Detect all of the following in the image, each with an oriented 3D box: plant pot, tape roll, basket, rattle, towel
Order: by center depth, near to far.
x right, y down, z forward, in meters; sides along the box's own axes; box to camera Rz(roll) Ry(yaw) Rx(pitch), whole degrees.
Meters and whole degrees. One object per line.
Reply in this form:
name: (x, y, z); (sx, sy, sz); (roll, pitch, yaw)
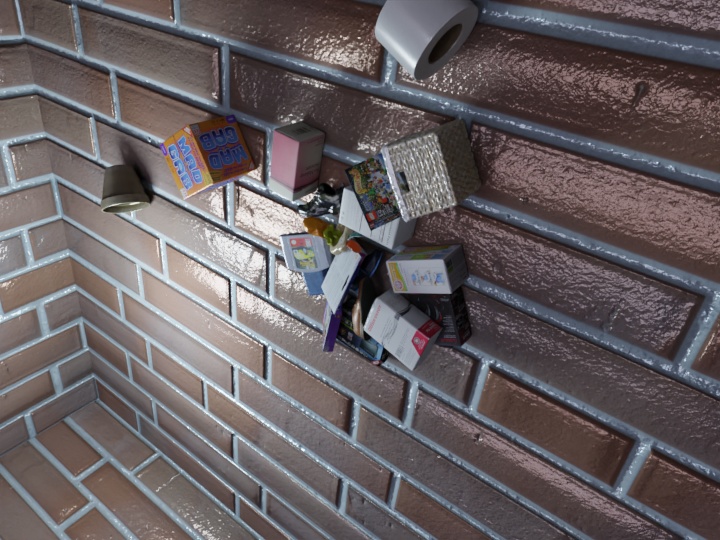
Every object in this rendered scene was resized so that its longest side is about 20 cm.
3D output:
tape roll: (0.149, -0.561, 1.258); (0.139, 0.202, 0.203); (48, 133, 8)
basket: (0.185, -0.256, 1.392); (0.159, 0.200, 0.201); (-10, 106, 36)
rattle: (-0.080, -0.118, 1.660); (0.130, 0.200, 0.143); (-46, 111, 6)
towel: (-0.157, -0.016, 1.893); (0.110, 0.048, 0.203); (-4, 108, 36)
plant pot: (-1.012, -0.350, 2.351); (0.198, 0.199, 0.176); (-14, 87, 42)

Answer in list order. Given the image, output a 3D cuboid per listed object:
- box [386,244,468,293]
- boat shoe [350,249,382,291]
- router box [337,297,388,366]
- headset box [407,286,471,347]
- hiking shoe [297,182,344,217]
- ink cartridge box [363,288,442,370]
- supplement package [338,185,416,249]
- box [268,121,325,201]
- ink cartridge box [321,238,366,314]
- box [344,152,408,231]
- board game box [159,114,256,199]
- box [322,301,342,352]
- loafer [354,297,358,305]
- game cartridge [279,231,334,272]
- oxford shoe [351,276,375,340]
box: (0.188, -0.003, 1.571); (0.198, 0.112, 0.103); (-1, 113, 40)
boat shoe: (0.000, 0.000, 1.741); (0.068, 0.085, 0.201); (31, 130, -8)
router box: (0.015, 0.205, 1.855); (0.199, 0.062, 0.152); (30, 127, 25)
headset box: (0.235, 0.134, 1.628); (0.147, 0.075, 0.203); (-1, 111, 40)
hiking shoe: (-0.119, -0.226, 1.749); (0.197, 0.076, 0.102); (-3, 102, 31)
ink cartridge box: (0.122, 0.172, 1.633); (0.199, 0.083, 0.146); (39, 132, 20)
supplement package: (0.053, -0.166, 1.596); (0.198, 0.117, 0.119); (28, 125, 25)
box: (-0.198, -0.338, 1.708); (0.108, 0.127, 0.202); (29, 128, 23)
ink cartridge box: (-0.048, 0.013, 1.702); (0.198, 0.043, 0.200); (-64, 25, 16)
box: (0.052, -0.222, 1.511); (0.038, 0.135, 0.202); (62, -175, -60)
board game box: (-0.523, -0.390, 1.899); (0.198, 0.199, 0.202); (-14, 102, 42)
box: (-0.096, 0.159, 1.863); (0.038, 0.138, 0.202); (6, 135, -10)
loafer: (0.064, 0.147, 1.770); (0.199, 0.070, 0.070); (32, 173, 29)
game cartridge: (-0.179, -0.061, 1.835); (0.198, 0.041, 0.135); (-2, 113, 35)
oxford shoe: (0.001, 0.115, 1.725); (0.071, 0.071, 0.203); (17, 109, 41)
